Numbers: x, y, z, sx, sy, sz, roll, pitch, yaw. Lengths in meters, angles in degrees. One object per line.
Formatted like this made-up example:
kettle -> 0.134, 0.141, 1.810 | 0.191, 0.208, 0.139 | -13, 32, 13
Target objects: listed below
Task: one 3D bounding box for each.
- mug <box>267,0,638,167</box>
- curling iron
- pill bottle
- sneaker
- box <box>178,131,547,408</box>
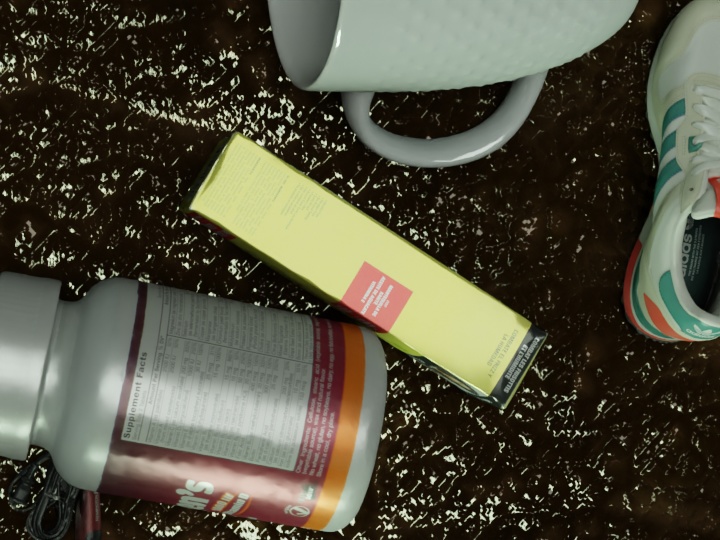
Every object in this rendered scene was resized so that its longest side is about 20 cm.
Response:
mug -> 0.049, -0.146, 0.785 | 0.174, 0.148, 0.201 | -3, 122, -19
curling iron -> -0.157, 0.193, 0.799 | 0.049, 0.026, 0.202 | -5, 92, -18
pill bottle -> -0.094, 0.065, 0.766 | 0.198, 0.110, 0.111 | 12, 89, -12
sneaker -> 0.200, -0.056, 0.831 | 0.070, 0.093, 0.202 | 10, 90, -12
box -> 0.000, 0.000, 0.803 | 0.199, 0.075, 0.050 | 34, 85, -12
